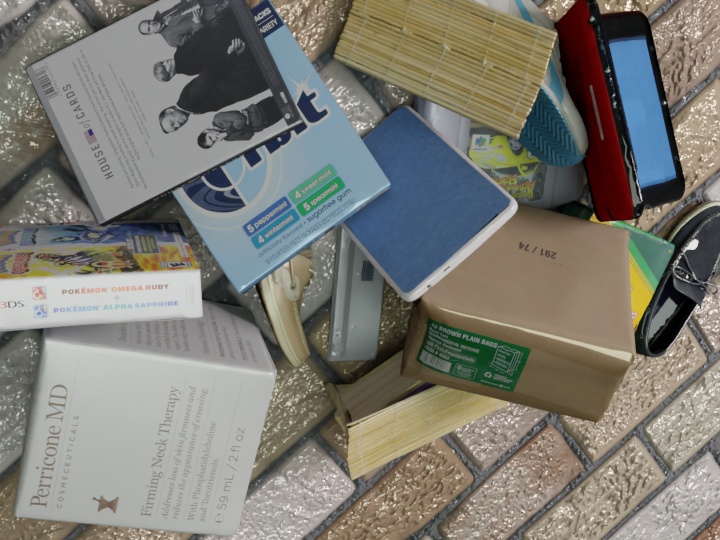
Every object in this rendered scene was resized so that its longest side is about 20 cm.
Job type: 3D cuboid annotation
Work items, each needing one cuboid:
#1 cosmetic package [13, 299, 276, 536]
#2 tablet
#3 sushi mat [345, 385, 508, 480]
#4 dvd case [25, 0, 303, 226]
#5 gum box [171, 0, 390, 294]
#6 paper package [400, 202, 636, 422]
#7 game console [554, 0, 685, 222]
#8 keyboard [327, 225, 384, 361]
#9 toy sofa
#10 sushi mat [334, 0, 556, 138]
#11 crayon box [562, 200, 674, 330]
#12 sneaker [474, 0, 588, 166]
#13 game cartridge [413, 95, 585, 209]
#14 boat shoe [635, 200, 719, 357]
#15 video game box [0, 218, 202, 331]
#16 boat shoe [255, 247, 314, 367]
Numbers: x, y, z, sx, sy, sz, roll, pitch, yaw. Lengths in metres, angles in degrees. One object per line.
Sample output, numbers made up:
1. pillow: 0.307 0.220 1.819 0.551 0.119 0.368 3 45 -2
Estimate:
1. cosmetic package: -0.201 0.122 0.859 0.196 0.166 0.170 10 105 -19
2. tablet: 0.043 -0.068 0.858 0.130 0.200 0.014 -40 136 0
3. sushi mat: 0.072 0.146 0.941 0.197 0.012 0.097 -21 142 -18
4. dvd case: -0.169 -0.151 0.803 0.197 0.025 0.152 -26 89 -1
5. gum box: -0.095 -0.111 0.838 0.169 0.045 0.202 -34 89 -3
6. paper package: 0.151 0.028 0.881 0.196 0.192 0.105 14 130 2
7. game console: 0.267 -0.158 0.893 0.116 0.172 0.204 -14 92 0
8. keyboard: 0.000 0.000 0.968 0.055 0.011 0.204 -2 109 -22
9. toy sofa: 0.070 0.120 0.977 0.198 0.098 0.083 -34 121 -4
10. sushi mat: 0.074 -0.203 0.847 0.197 0.012 0.097 26 106 14
11. crayon box: 0.247 0.038 1.028 0.117 0.058 0.203 18 102 -21
12. sneaker: 0.164 -0.194 0.886 0.080 0.076 0.202 -34 94 -28
13. game cartridge: 0.146 -0.127 0.955 0.196 0.041 0.136 -1 112 -17
14. boat shoe: 0.368 0.014 1.056 0.074 0.062 0.202 31 95 -22
15. video game box: -0.235 -0.002 0.790 0.179 0.200 0.048 -5 106 -16
16. boat shoe: -0.074 -0.003 0.911 0.064 0.072 0.204 -18 107 -9
